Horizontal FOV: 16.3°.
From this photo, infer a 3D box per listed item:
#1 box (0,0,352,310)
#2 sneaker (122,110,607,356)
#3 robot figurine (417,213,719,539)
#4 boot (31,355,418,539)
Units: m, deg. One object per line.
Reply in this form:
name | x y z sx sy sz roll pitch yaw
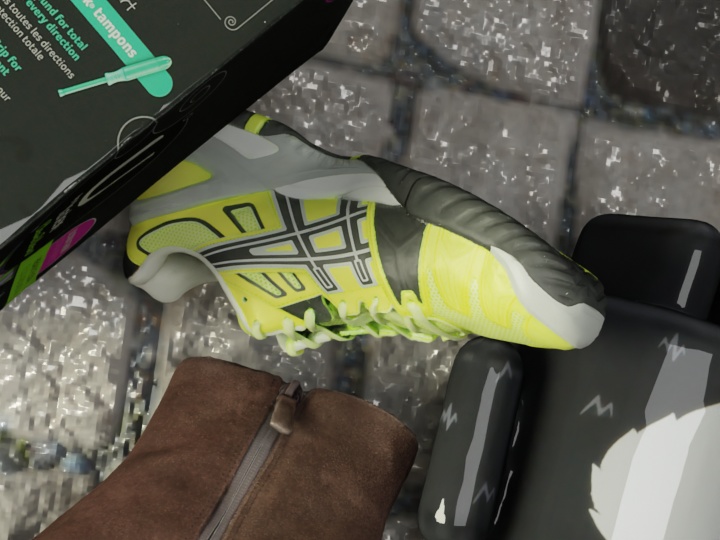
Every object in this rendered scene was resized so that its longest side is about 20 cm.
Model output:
box | -0.108 -0.080 0.828 0.200 0.149 0.124 -42 89 -18
sneaker | 0.000 0.000 0.907 0.075 0.200 0.077 33 79 -53
robot figurine | 0.100 0.082 0.943 0.150 0.125 0.200 17 82 4
boot | -0.088 0.100 0.895 0.200 0.072 0.167 15 48 2
